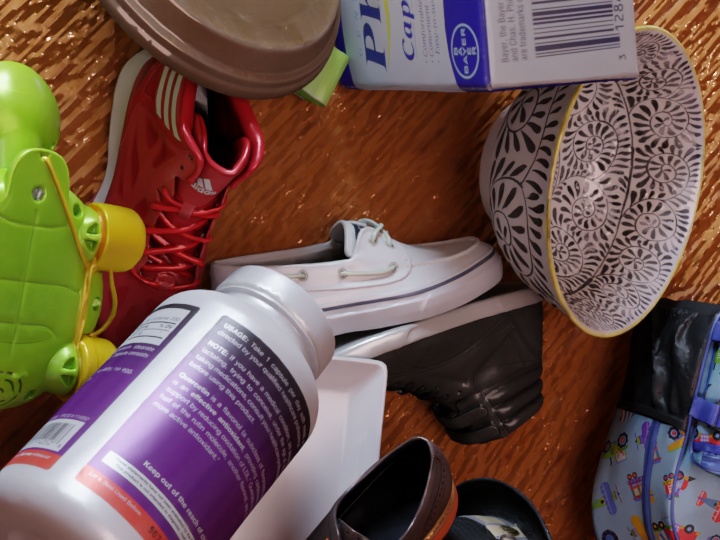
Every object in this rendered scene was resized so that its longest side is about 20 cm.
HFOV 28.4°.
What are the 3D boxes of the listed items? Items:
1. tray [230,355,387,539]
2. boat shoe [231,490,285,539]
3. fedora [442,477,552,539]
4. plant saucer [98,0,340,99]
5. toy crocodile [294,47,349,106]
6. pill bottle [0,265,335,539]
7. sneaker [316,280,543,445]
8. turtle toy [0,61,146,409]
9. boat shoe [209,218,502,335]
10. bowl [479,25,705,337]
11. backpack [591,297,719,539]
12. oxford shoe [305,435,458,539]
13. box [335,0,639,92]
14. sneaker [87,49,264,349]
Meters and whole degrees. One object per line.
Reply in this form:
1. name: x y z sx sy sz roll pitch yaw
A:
1. tray: -0.045 0.150 0.860 0.107 0.022 0.202 8 84 -21
2. boat shoe: -0.056 0.184 0.900 0.064 0.071 0.201 -26 106 -20
3. fedora: 0.044 0.219 0.884 0.091 0.200 0.202 13 90 -24
4. plant saucer: -0.083 -0.191 0.806 0.199 0.029 0.201 24 52 -34
5. toy crocodile: -0.088 -0.165 0.848 0.200 0.062 0.068 36 80 -26
6. pill bottle: -0.097 0.089 0.759 0.200 0.112 0.113 -49 116 -37
7. sneaker: 0.046 0.076 0.938 0.199 0.071 0.100 -15 98 -28
8. turtle toy: -0.202 -0.014 0.785 0.145 0.101 0.202 9 93 -42
9. boat shoe: 0.000 0.000 0.904 0.199 0.073 0.067 -17 105 -23
10. bowl: 0.140 -0.064 0.940 0.200 0.094 0.202 -20 116 -48
11. backpack: 0.263 0.137 1.012 0.182 0.134 0.201 23 81 -27
12. oxford shoe: -0.019 0.175 0.807 0.200 0.071 0.073 -52 157 -22
13. box: 0.062 -0.200 0.841 0.104 0.200 0.186 -9 100 -23
14. sneaker: -0.111 -0.030 0.822 0.078 0.115 0.202 0 96 -26
